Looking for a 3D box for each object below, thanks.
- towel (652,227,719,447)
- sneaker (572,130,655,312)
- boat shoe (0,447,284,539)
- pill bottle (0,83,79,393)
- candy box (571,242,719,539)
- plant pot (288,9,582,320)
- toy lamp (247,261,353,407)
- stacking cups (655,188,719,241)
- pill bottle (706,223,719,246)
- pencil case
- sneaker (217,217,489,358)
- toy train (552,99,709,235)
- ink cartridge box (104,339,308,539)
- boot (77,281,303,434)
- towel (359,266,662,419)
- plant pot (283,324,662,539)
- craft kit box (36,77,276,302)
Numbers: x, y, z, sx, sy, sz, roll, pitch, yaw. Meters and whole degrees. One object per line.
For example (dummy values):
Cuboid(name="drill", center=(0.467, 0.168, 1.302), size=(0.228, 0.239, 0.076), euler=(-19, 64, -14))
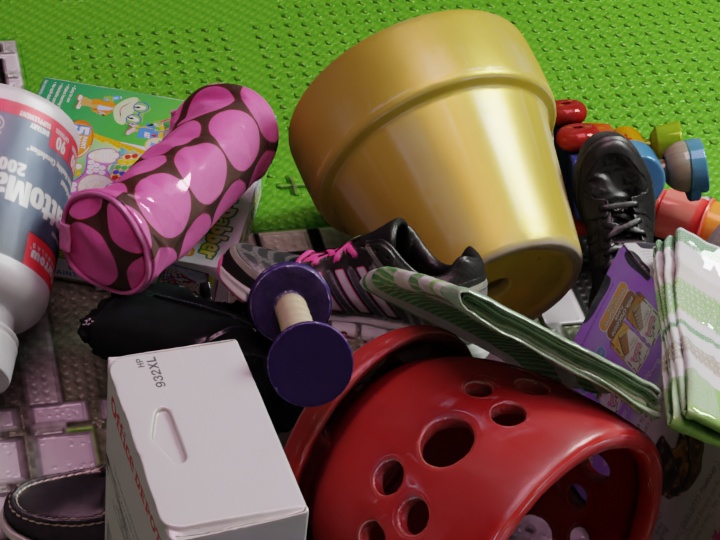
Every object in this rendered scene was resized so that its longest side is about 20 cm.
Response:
Cuboid(name="towel", center=(0.253, 0.053, 1.203), size=(0.148, 0.031, 0.200), euler=(18, 31, -6))
Cuboid(name="sneaker", center=(0.196, 0.006, 1.417), size=(0.060, 0.201, 0.104), euler=(-7, 17, -6))
Cuboid(name="boat shoe", center=(-0.134, 0.146, 1.283), size=(0.199, 0.061, 0.074), euler=(2, 39, -6))
Cuboid(name="pill bottle", center=(-0.270, -0.019, 1.378), size=(0.119, 0.120, 0.201), euler=(7, 64, 0))
Cuboid(name="candy box", center=(0.218, 0.108, 1.291), size=(0.071, 0.168, 0.200), euler=(-2, 39, -37))
Cuboid(name="plant pot", center=(0.068, -0.058, 1.461), size=(0.200, 0.201, 0.190), euler=(-12, 60, -21))
Cuboid(name="toy lamp", center=(-0.039, 0.033, 1.233), size=(0.058, 0.059, 0.200), euler=(0, 12, -8))
Cuboid(name="stacking cups", center=(0.327, -0.015, 1.547), size=(0.199, 0.061, 0.061), euler=(20, 42, 21))
Cuboid(name="pill bottle", center=(0.351, 0.030, 1.438), size=(0.111, 0.111, 0.200), euler=(-26, 65, -33))
Cuboid(name="pencil case", center=(-0.140, -0.061, 1.416), size=(0.093, 0.091, 0.200), euler=(19, 34, 18))
Cuboid(name="sneaker", center=(0.000, 0.000, 1.357), size=(0.199, 0.088, 0.074), euler=(15, 16, 13))
Cuboid(name="toy train", center=(0.207, -0.099, 1.581), size=(0.115, 0.085, 0.200), euler=(-6, 20, 0))
Cuboid(name="ink cartridge box", center=(-0.096, 0.164, 1.160), size=(0.083, 0.201, 0.145), euler=(-9, 43, -18))
Cuboid(name="boot", center=(-0.120, 0.060, 1.323), size=(0.162, 0.074, 0.198), euler=(21, 17, 30))
Cuboid(name="towel", center=(0.089, 0.041, 1.221), size=(0.152, 0.023, 0.200), euler=(28, -3, -17))
Cuboid(name="plant pot", center=(0.057, 0.144, 1.211), size=(0.182, 0.201, 0.200), euler=(31, 46, 32))
Cuboid(name="craft kit box", center=(-0.178, -0.064, 1.534), size=(0.196, 0.049, 0.200), euler=(11, 41, 0))
